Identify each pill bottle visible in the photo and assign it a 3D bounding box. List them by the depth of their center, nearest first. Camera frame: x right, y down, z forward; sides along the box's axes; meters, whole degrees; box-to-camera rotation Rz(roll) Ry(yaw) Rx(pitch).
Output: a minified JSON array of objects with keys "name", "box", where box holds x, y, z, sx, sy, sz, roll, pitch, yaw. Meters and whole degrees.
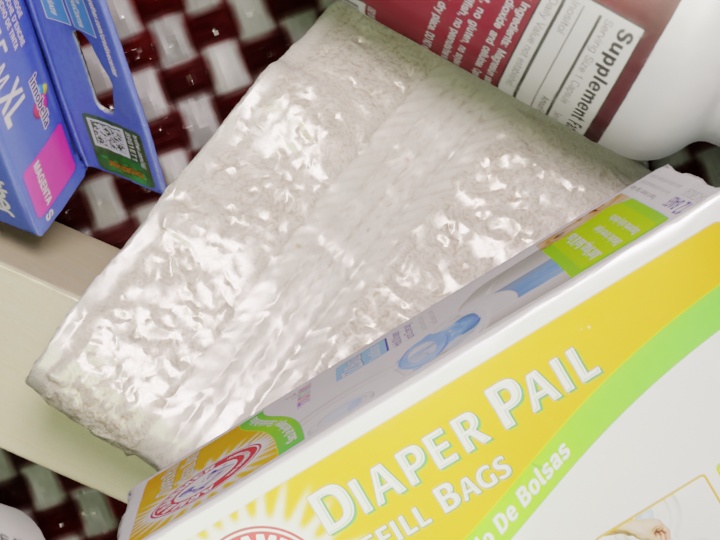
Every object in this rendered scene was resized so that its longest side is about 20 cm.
[{"name":"pill bottle","box":[0.073,-0.108,0.748,0.200,0.113,0.113,29,105,2]}]

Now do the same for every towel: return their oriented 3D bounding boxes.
[{"name":"towel","box":[0.000,0.000,0.771,0.132,0.034,0.200,36,70,3]}]

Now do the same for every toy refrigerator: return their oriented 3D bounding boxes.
[{"name":"toy refrigerator","box":[-0.082,0.041,0.824,0.199,0.076,0.070,23,104,4]}]

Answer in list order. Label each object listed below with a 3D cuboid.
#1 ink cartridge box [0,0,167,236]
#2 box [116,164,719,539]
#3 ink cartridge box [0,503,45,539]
[{"name":"ink cartridge box","box":[-0.167,-0.079,0.775,0.199,0.042,0.120,18,148,20]},{"name":"box","box":[0.037,0.066,0.671,0.200,0.113,0.102,-31,96,2]},{"name":"ink cartridge box","box":[-0.215,0.167,0.831,0.200,0.146,0.084,-48,48,16]}]
